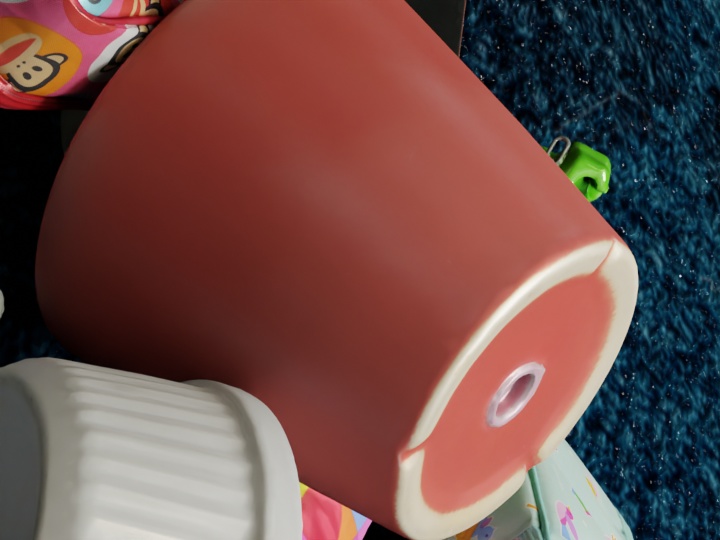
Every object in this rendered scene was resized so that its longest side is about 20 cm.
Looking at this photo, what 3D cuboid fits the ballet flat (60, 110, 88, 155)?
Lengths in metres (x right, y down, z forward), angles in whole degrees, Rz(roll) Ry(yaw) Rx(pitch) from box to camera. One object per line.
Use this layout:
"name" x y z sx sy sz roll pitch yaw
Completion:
"ballet flat" -0.095 -0.096 1.220 0.067 0.067 0.201 26 58 -26

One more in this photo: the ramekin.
"ramekin" -0.112 0.124 0.999 0.094 0.202 0.204 23 59 -28

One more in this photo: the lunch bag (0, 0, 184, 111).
"lunch bag" -0.138 -0.161 1.102 0.201 0.082 0.176 59 21 10

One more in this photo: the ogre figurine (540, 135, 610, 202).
"ogre figurine" 0.050 0.012 1.312 0.098 0.199 0.120 42 65 -27

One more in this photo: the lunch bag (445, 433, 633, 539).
"lunch bag" 0.095 0.153 1.341 0.161 0.077 0.200 49 14 -27

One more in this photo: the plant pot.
"plant pot" 0.000 0.000 1.095 0.200 0.177 0.201 -40 152 -26

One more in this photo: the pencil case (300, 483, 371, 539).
"pencil case" -0.035 0.113 1.219 0.200 0.088 0.089 -50 121 -49

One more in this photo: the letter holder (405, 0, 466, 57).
"letter holder" -0.022 -0.115 1.316 0.100 0.142 0.201 17 63 -18

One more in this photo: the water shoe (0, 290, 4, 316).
"water shoe" -0.207 0.044 1.011 0.200 0.071 0.079 -20 124 -59
